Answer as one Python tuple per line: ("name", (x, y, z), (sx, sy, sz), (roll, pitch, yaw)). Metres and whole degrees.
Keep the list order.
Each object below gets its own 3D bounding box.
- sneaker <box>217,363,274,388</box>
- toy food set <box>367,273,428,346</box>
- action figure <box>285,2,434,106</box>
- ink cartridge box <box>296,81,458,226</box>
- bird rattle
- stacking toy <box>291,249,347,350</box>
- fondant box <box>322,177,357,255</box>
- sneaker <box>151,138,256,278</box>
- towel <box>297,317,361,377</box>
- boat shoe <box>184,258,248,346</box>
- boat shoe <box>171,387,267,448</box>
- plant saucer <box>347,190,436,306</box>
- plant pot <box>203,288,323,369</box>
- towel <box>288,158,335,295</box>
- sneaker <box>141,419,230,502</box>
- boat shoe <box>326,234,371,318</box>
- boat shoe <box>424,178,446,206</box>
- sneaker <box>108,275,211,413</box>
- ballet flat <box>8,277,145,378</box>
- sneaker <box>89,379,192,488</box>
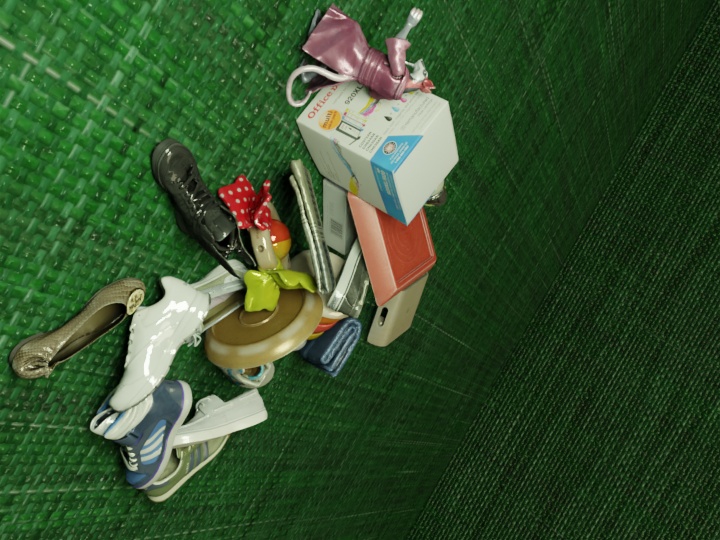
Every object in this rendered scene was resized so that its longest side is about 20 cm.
("sneaker", (-0.192, 0.170, 1.332), (0.077, 0.080, 0.200), (-57, 156, -8))
("toy food set", (0.086, 0.079, 1.796), (0.199, 0.059, 0.146), (-29, 141, -61))
("action figure", (0.012, -0.288, 1.079), (0.135, 0.196, 0.151), (105, 10, -55))
("ink cartridge box", (0.028, -0.204, 1.204), (0.148, 0.198, 0.145), (-51, 152, -15))
("bird rattle", (-0.147, -0.045, 1.156), (0.110, 0.204, 0.163), (-22, -171, 6))
("stacking toy", (-0.094, 0.074, 1.401), (0.145, 0.146, 0.201), (-31, 161, -45))
("fondant box", (0.013, -0.145, 1.407), (0.200, 0.058, 0.146), (-43, 150, -35))
("sneaker", (-0.203, -0.078, 1.017), (0.060, 0.103, 0.202), (-45, 151, -25))
("towel", (-0.058, 0.131, 1.449), (0.113, 0.048, 0.200), (-56, -166, -9))
("boat shoe", (-0.232, 0.059, 1.154), (0.201, 0.064, 0.076), (-39, 148, -38))
("boat shoe", (-0.238, 0.239, 1.269), (0.197, 0.070, 0.071), (-11, 170, -42))
("plant saucer", (0.067, -0.067, 1.343), (0.199, 0.036, 0.204), (-31, 110, -52))
("plant pot", (-0.153, 0.072, 1.183), (0.200, 0.197, 0.028), (-42, 130, -32))
("towel", (-0.076, -0.063, 1.169), (0.193, 0.034, 0.205), (-62, 139, -89))
("sneaker", (-0.291, 0.295, 1.291), (0.200, 0.067, 0.090), (-47, 157, -20))
("boat shoe", (0.000, 0.000, 1.331), (0.071, 0.063, 0.202), (-58, -172, 50))
("boat shoe", (0.064, -0.170, 1.303), (0.072, 0.200, 0.061), (-47, 148, -7))
("sneaker", (-0.289, 0.100, 1.061), (0.202, 0.086, 0.074), (-59, -164, -14))
("ballet flat", (-0.348, 0.075, 0.978), (0.199, 0.046, 0.068), (-37, 148, -40))
("sneaker", (-0.347, 0.243, 1.141), (0.145, 0.081, 0.203), (8, 118, -50))
